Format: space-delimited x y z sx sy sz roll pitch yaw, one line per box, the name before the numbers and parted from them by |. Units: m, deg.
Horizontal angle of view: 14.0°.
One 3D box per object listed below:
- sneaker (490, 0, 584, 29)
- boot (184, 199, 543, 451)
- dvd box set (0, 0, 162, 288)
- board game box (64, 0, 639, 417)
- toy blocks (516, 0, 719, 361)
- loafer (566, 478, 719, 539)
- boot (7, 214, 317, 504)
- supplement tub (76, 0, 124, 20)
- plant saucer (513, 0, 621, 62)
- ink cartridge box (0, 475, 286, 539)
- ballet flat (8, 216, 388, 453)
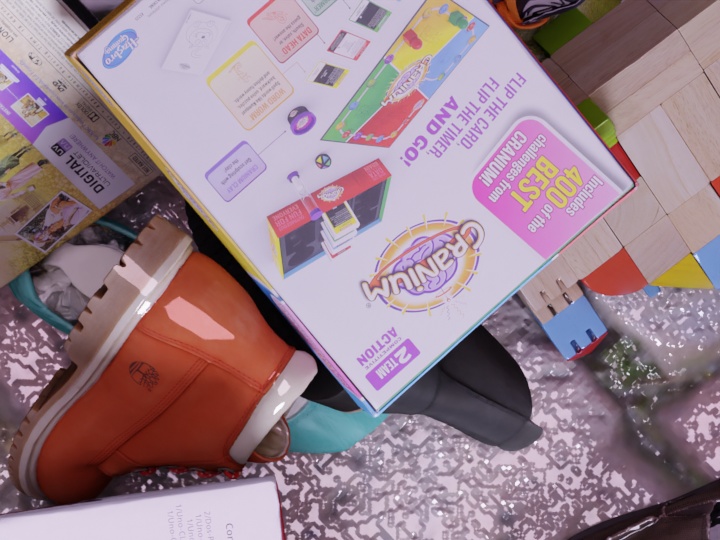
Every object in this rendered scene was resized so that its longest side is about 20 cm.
sneaker | 0.043 -0.099 1.292 0.112 0.078 0.201 -5 75 17
boot | 0.000 0.000 1.377 0.077 0.138 0.201 -40 51 25
dvd box set | -0.189 -0.044 1.286 0.200 0.146 0.029 -35 46 9
board game box | -0.004 -0.063 1.234 0.153 0.040 0.200 -40 100 -5
toy blocks | 0.129 -0.041 1.358 0.200 0.100 0.137 -37 121 1
loafer | 0.149 0.139 1.367 0.200 0.071 0.073 -32 88 -5
boot | -0.089 0.067 1.300 0.107 0.200 0.075 35 54 -2
supplement tub | -0.176 -0.197 1.340 0.145 0.145 0.201 -15 86 -4
plant saucer | 0.038 -0.179 1.399 0.199 0.048 0.201 15 85 -2
ink cartridge box | -0.074 0.138 1.290 0.175 0.200 0.084 -8 85 -4
ballet flat | -0.079 0.031 1.364 0.199 0.070 0.068 27 88 -1
